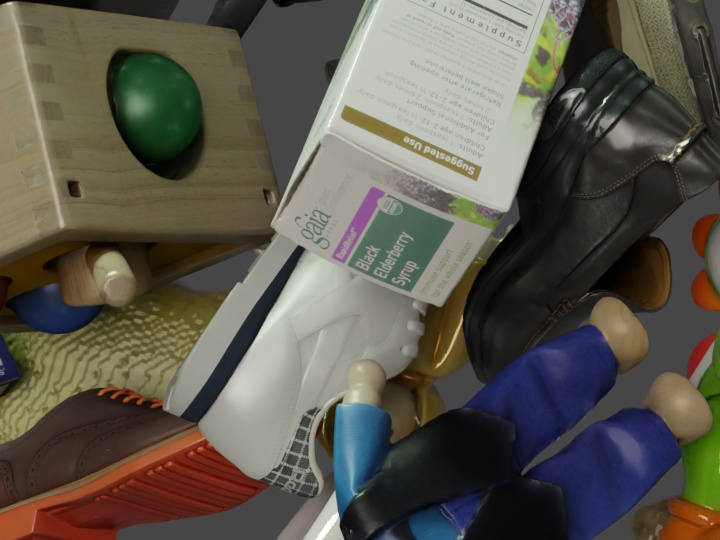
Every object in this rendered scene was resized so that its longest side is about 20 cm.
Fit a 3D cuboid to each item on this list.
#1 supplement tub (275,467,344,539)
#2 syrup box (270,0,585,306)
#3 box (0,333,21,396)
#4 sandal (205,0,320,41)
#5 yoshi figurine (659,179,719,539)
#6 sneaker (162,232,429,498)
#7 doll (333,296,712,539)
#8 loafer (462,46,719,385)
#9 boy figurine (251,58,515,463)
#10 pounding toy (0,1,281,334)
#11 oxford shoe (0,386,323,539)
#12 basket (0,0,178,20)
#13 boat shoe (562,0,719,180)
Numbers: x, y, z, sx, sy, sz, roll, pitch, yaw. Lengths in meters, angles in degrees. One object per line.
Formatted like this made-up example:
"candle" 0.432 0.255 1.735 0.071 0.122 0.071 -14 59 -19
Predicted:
"supplement tub" 0.041 0.183 1.049 0.200 0.145 0.146 37 95 -3
"syrup box" 0.039 -0.093 1.020 0.081 0.079 0.200 24 56 -5
"box" -0.258 -0.015 1.198 0.121 0.032 0.200 -19 76 -30
"sandal" 0.004 -0.173 1.158 0.043 0.076 0.200 43 98 -11
"yoshi figurine" 0.193 0.035 1.066 0.112 0.112 0.201 7 84 1
"sneaker" 0.000 0.000 1.071 0.080 0.076 0.200 35 79 -1
"doll" 0.043 0.086 0.986 0.200 0.048 0.137 -35 82 -31
"loafer" 0.096 -0.002 1.058 0.072 0.200 0.073 35 56 15
"boy figurine" 0.007 0.006 1.139 0.124 0.064 0.201 4 83 13
"pounding toy" -0.133 -0.027 1.091 0.200 0.184 0.143 -21 79 33
"oxford shoe" -0.105 0.078 1.144 0.200 0.071 0.073 -23 58 28
"basket" -0.162 -0.162 1.134 0.180 0.200 0.136 -14 81 15
"boat shoe" 0.122 -0.123 1.120 0.065 0.073 0.200 2 68 -21
